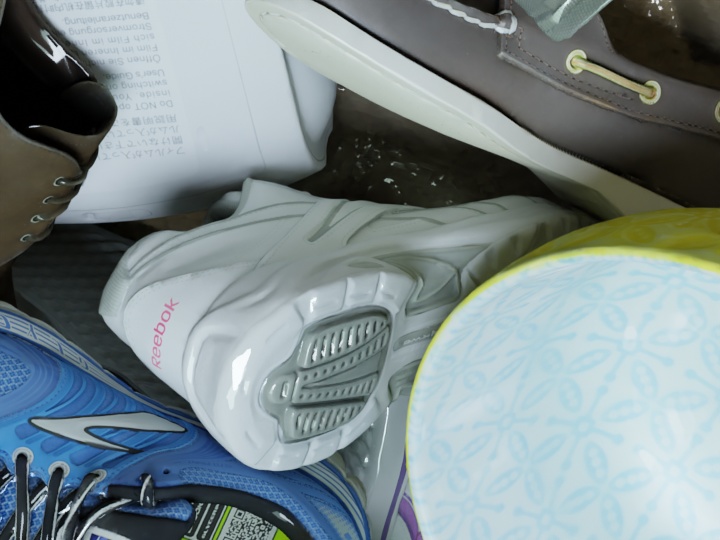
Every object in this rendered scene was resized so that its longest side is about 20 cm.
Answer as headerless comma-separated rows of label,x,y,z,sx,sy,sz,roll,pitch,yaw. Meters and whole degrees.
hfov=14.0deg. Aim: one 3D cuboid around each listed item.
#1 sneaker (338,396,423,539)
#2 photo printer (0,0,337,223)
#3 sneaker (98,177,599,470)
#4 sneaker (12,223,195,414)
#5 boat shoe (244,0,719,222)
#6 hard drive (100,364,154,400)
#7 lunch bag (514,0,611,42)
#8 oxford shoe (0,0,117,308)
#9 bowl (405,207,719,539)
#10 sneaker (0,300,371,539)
sneaker,0.014,0.080,1.056,0.072,0.114,0.202,20,114,40
photo printer,-0.097,-0.100,0.917,0.165,0.070,0.201,-4,131,12
sneaker,0.000,0.000,0.930,0.099,0.199,0.078,32,113,33
sneaker,-0.111,0.043,1.017,0.200,0.073,0.115,31,124,17
boat shoe,0.053,-0.061,0.908,0.199,0.072,0.060,26,89,-31
hard drive,-0.094,0.116,1.007,0.139,0.033,0.200,41,140,-16
lunch bag,0.073,-0.188,0.783,0.200,0.118,0.164,-36,117,27
oxford shoe,-0.115,-0.024,0.892,0.084,0.073,0.201,1,132,5
bowl,0.124,0.057,0.884,0.199,0.108,0.201,21,130,27
sneaker,-0.085,0.065,0.861,0.199,0.089,0.079,16,103,-13
